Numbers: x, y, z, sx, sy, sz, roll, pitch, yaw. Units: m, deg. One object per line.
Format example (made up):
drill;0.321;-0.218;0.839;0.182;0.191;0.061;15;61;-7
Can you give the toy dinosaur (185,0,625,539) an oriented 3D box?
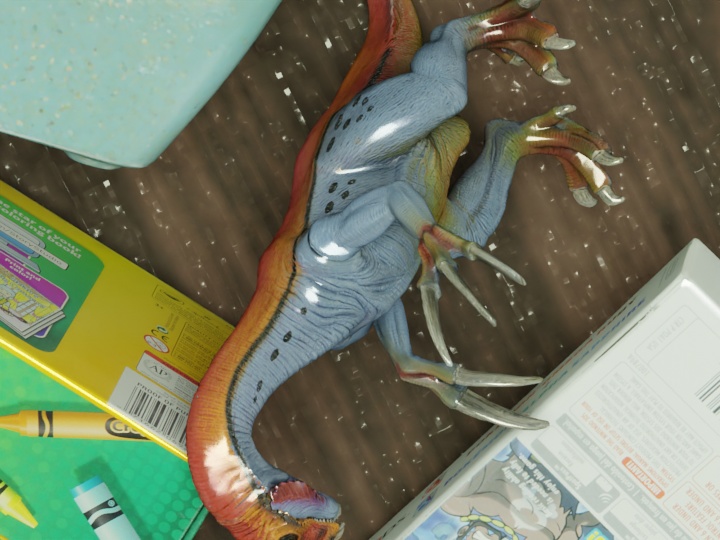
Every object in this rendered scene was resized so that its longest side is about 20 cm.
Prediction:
toy dinosaur;0.000;0.000;0.863;0.181;0.200;0.105;-36;132;-20

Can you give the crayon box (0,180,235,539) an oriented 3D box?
crayon box;-0.131;0.014;0.877;0.199;0.119;0.058;32;107;-5

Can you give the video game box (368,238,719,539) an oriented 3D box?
video game box;0.114;0.121;0.909;0.200;0.047;0.182;44;112;-5

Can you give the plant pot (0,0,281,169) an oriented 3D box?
plant pot;-0.092;-0.145;0.845;0.195;0.196;0.201;16;100;-4
